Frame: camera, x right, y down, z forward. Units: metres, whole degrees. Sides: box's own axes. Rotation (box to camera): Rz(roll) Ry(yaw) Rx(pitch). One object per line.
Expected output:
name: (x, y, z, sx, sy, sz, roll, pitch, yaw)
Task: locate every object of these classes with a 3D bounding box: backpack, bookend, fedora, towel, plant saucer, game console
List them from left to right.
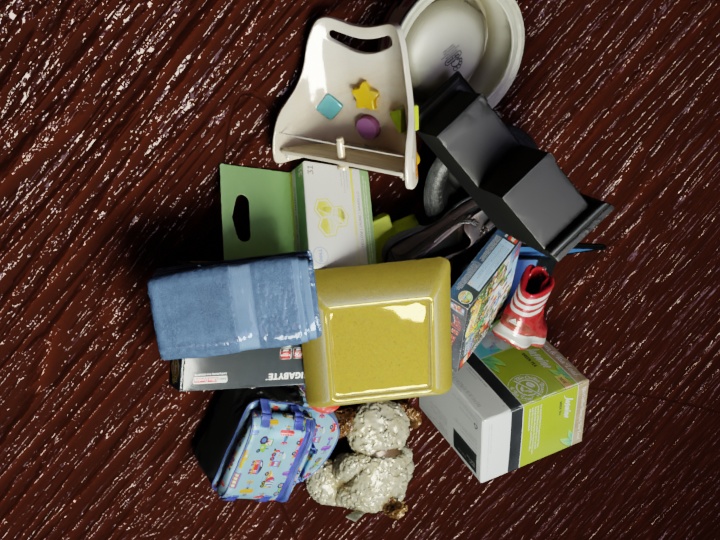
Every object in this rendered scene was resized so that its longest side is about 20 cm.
towel: (-0.148, 0.042, 1.098, 0.198, 0.049, 0.113, -7, 97, -9)
backpack: (-0.119, 0.247, 1.350, 0.199, 0.135, 0.184, 16, 110, -36)
plant saucer: (0.024, 0.092, 1.177, 0.198, 0.049, 0.202, -6, 115, -5)
fedora: (0.159, -0.134, 1.290, 0.199, 0.092, 0.202, -13, 130, -16)
bookend: (0.173, -0.131, 1.105, 0.092, 0.199, 0.200, -43, 107, 1)
game console: (0.249, 0.012, 1.422, 0.198, 0.116, 0.177, 1, 118, -29)

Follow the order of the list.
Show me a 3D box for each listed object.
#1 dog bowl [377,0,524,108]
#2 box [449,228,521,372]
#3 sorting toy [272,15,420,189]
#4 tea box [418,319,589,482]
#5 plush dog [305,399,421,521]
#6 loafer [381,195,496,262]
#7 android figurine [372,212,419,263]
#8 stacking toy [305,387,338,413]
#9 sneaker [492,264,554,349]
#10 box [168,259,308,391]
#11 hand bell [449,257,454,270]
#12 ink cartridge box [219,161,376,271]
dog bowl: (0.109, -0.287, 1.185, 0.199, 0.074, 0.202, -15, 125, -22)
box: (0.166, 0.044, 1.297, 0.137, 0.038, 0.201, -50, 160, -23)
sorting toy: (-0.002, -0.213, 1.118, 0.107, 0.199, 0.182, -36, 133, -51)
tea box: (0.223, 0.197, 1.467, 0.195, 0.200, 0.135, -17, 126, -21)
plush dog: (0.023, 0.289, 1.464, 0.198, 0.160, 0.174, -4, 97, -27)
loafer: (0.127, -0.042, 1.240, 0.199, 0.063, 0.072, -26, 133, -4)
android figurine: (0.000, 0.000, 1.281, 0.199, 0.041, 0.183, -24, 103, -5)
stacking toy: (-0.005, 0.111, 1.245, 0.085, 0.085, 0.201, 25, 104, -38)
sneaker: (0.270, 0.052, 1.405, 0.116, 0.078, 0.200, -63, 168, 14)
box: (-0.143, 0.069, 1.186, 0.198, 0.046, 0.161, 2, 97, -32)
hand bell: (0.117, 0.041, 1.393, 0.103, 0.104, 0.202, -5, 112, -26)
ink cartridge box: (-0.078, -0.067, 1.181, 0.199, 0.048, 0.147, 5, 72, -33)
